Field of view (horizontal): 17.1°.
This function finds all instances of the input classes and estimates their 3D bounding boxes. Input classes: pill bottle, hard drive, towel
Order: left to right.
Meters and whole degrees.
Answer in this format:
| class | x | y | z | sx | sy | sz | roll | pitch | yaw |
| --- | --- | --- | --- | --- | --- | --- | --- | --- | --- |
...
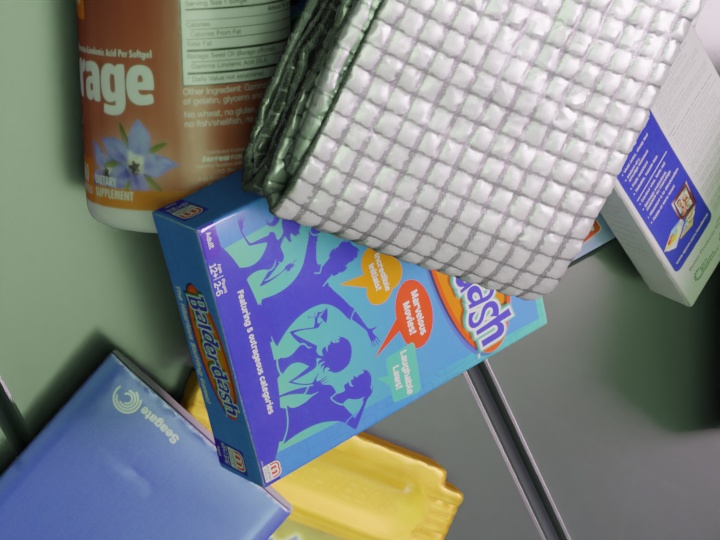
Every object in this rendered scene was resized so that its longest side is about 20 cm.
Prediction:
| class | x | y | z | sx | sy | sz | roll | pitch | yaw |
| --- | --- | --- | --- | --- | --- | --- | --- | --- | --- |
| hard drive | -0.153 | 0.161 | 1.316 | 0.132 | 0.025 | 0.200 | 42 | 94 | -3 |
| pill bottle | -0.092 | -0.126 | 1.248 | 0.112 | 0.112 | 0.200 | -5 | 102 | -14 |
| towel | 0.052 | -0.101 | 1.158 | 0.166 | 0.086 | 0.200 | 20 | 102 | -24 |

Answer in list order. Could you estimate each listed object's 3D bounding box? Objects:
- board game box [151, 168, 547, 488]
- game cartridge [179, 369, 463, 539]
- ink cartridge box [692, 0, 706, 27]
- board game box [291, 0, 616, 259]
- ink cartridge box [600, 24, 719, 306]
| class | x | y | z | sx | sy | sz | roll | pitch | yaw |
| --- | --- | --- | --- | --- | --- | --- | --- | --- | --- |
| board game box | 0.000 | 0.000 | 1.248 | 0.200 | 0.045 | 0.152 | -29 | 120 | -29 |
| game cartridge | -0.054 | 0.177 | 1.366 | 0.176 | 0.032 | 0.200 | 22 | 96 | -18 |
| ink cartridge box | 0.117 | -0.217 | 1.294 | 0.196 | 0.043 | 0.200 | 29 | 79 | -22 |
| board game box | 0.059 | -0.085 | 1.335 | 0.151 | 0.037 | 0.200 | -29 | 108 | -9 |
| ink cartridge box | 0.164 | -0.067 | 1.304 | 0.095 | 0.037 | 0.200 | -57 | 146 | -13 |
